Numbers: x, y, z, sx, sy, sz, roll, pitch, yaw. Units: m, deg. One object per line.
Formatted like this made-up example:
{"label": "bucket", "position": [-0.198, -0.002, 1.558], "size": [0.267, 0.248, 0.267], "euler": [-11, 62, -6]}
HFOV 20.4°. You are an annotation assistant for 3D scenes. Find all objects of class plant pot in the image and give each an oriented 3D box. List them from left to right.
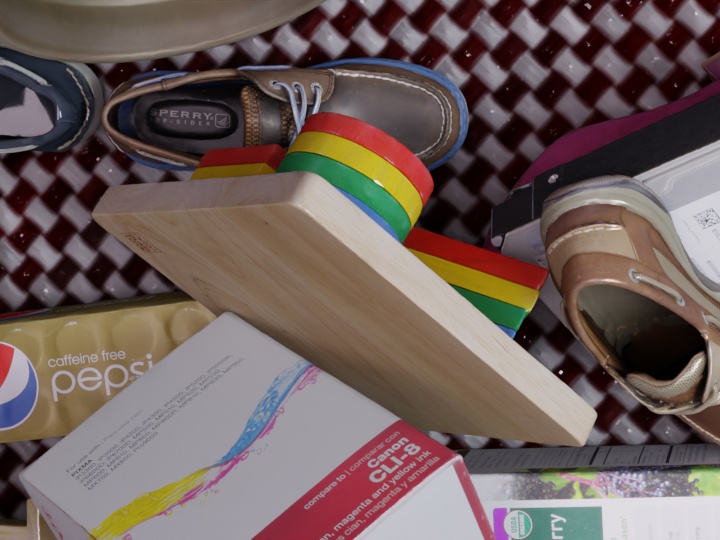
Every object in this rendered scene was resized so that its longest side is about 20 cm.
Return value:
{"label": "plant pot", "position": [-0.110, -0.222, 1.027], "size": [0.199, 0.200, 0.174], "euler": [-17, 76, 14]}

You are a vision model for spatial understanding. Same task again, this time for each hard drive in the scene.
{"label": "hard drive", "position": [0.183, -0.020, 0.990], "size": [0.200, 0.038, 0.140], "euler": [-23, 129, 28]}

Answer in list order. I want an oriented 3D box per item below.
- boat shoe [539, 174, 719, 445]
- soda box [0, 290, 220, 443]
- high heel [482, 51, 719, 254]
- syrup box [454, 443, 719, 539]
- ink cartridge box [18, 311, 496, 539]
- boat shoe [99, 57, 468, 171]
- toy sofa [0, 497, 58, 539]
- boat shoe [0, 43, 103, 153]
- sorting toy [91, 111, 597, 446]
{"label": "boat shoe", "position": [0.149, 0.039, 0.974], "size": [0.076, 0.072, 0.200], "euler": [-26, 130, 29]}
{"label": "soda box", "position": [-0.161, 0.055, 1.119], "size": [0.199, 0.064, 0.068], "euler": [-7, 95, 12]}
{"label": "high heel", "position": [0.150, -0.039, 1.021], "size": [0.200, 0.096, 0.067], "euler": [-32, 118, 9]}
{"label": "syrup box", "position": [0.136, 0.137, 1.056], "size": [0.199, 0.081, 0.079], "euler": [-3, 95, 11]}
{"label": "ink cartridge box", "position": [-0.042, 0.142, 0.983], "size": [0.145, 0.200, 0.146], "euler": [-39, 129, -19]}
{"label": "boat shoe", "position": [-0.043, -0.075, 1.073], "size": [0.199, 0.072, 0.073], "euler": [-2, 96, 12]}
{"label": "toy sofa", "position": [-0.224, 0.164, 1.107], "size": [0.199, 0.083, 0.098], "euler": [-1, 91, 30]}
{"label": "boat shoe", "position": [-0.245, -0.100, 1.120], "size": [0.199, 0.062, 0.075], "euler": [14, 103, 11]}
{"label": "sorting toy", "position": [0.000, 0.000, 0.992], "size": [0.200, 0.199, 0.070], "euler": [40, 69, -28]}
